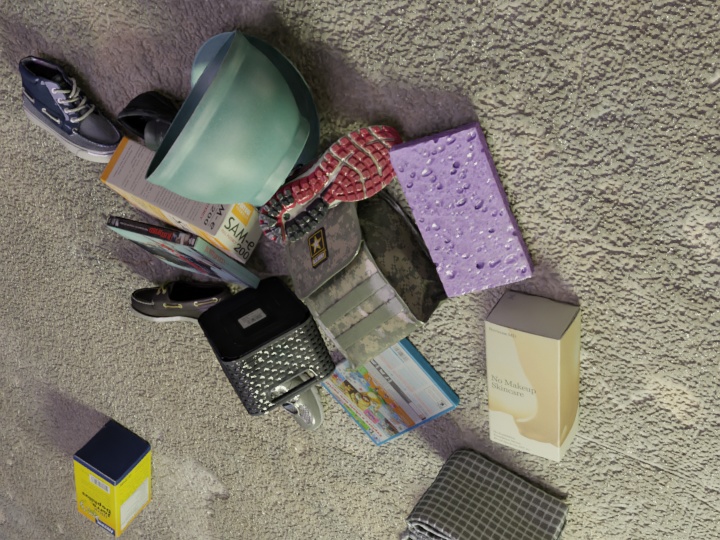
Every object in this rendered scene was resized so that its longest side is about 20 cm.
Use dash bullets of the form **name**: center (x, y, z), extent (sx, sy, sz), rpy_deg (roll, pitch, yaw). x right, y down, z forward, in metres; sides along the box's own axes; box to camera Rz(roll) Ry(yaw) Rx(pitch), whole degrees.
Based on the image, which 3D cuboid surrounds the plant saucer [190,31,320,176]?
- **plant saucer**: center (-0.126, -0.212, 1.242), extent (0.199, 0.039, 0.202), rpy_deg (20, 131, 24)

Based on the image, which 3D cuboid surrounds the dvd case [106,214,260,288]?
- **dvd case**: center (-0.259, -0.028, 1.428), extent (0.199, 0.022, 0.146), rpy_deg (12, 164, 37)

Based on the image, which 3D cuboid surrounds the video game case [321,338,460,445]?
- **video game case**: center (0.037, 0.174, 1.436), extent (0.143, 0.018, 0.200), rpy_deg (48, 137, -5)

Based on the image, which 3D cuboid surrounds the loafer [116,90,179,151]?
- **loafer**: center (-0.253, -0.180, 1.303), extent (0.200, 0.070, 0.069), rpy_deg (33, 147, 39)

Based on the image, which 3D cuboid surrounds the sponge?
- **sponge**: center (0.120, -0.069, 1.153), extent (0.111, 0.030, 0.201), rpy_deg (-15, 113, 24)

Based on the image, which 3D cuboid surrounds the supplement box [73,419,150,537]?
- **supplement box**: center (-0.495, 0.418, 1.962), extent (0.109, 0.109, 0.201), rpy_deg (27, 135, 16)

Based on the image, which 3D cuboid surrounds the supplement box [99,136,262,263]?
- **supplement box**: center (-0.242, -0.096, 1.354), extent (0.199, 0.074, 0.126), rpy_deg (26, 171, 20)

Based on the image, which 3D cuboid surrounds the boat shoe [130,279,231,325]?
- **boat shoe**: center (-0.281, 0.043, 1.540), extent (0.199, 0.072, 0.061), rpy_deg (6, 122, 25)

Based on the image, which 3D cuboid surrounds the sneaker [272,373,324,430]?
- **sneaker**: center (-0.137, 0.177, 1.522), extent (0.201, 0.082, 0.075), rpy_deg (52, 137, -8)

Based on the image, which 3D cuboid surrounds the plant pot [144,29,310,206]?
- **plant pot**: center (-0.143, -0.158, 1.145), extent (0.134, 0.201, 0.200), rpy_deg (31, 140, -17)

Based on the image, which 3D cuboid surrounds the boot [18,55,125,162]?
- **boot**: center (-0.420, -0.234, 1.420), extent (0.199, 0.073, 0.091), rpy_deg (28, 141, 18)

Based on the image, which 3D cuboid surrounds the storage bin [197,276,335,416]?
- **storage bin**: center (-0.135, 0.100, 1.368), extent (0.094, 0.134, 0.200), rpy_deg (67, 168, -23)

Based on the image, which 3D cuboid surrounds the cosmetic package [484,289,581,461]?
- **cosmetic package**: center (0.217, 0.133, 1.228), extent (0.104, 0.071, 0.202), rpy_deg (13, 129, 30)

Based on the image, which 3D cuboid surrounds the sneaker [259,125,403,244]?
- **sneaker**: center (-0.039, -0.114, 1.176), extent (0.199, 0.075, 0.081), rpy_deg (-30, 113, 3)

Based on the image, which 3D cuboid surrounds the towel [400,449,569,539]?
- **towel**: center (0.179, 0.354, 1.363), extent (0.199, 0.166, 0.086), rpy_deg (27, 129, 17)

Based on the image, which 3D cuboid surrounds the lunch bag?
- **lunch bag**: center (0.000, 0.000, 1.258), extent (0.201, 0.117, 0.164), rpy_deg (53, 135, 0)
